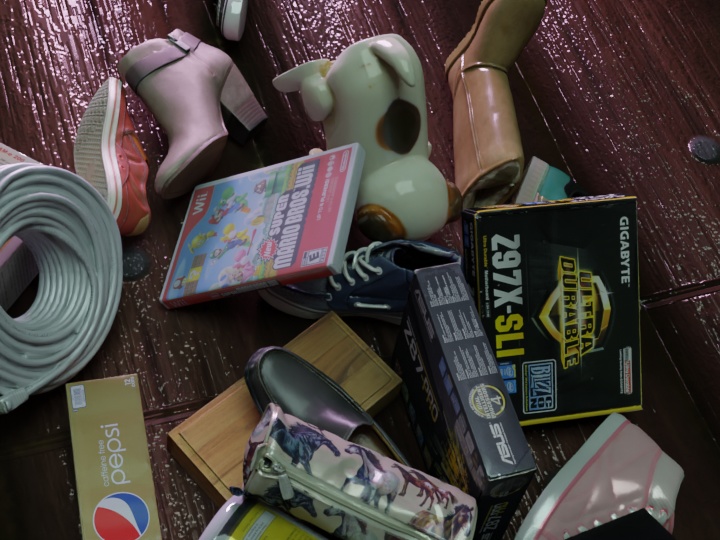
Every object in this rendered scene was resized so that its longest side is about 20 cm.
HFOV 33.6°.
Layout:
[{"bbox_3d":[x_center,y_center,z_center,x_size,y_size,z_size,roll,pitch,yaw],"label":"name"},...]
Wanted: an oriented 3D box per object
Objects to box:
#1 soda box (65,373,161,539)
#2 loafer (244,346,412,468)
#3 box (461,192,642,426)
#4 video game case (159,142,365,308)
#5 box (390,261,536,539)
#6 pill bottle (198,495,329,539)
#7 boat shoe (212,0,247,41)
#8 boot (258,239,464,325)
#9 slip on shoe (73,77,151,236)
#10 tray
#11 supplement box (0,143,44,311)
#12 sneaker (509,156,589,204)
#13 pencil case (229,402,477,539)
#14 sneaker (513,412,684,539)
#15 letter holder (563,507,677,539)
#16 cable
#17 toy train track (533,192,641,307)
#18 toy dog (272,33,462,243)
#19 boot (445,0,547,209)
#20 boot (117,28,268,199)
[{"bbox_3d":[-0.203,0.192,0.992,0.063,0.068,0.202,-6,57,-14],"label":"soda box"},{"bbox_3d":[-0.015,0.137,1.019,0.200,0.072,0.073,43,63,-5],"label":"loafer"},{"bbox_3d":[0.178,0.036,1.101,0.158,0.049,0.202,-5,99,-11],"label":"box"},{"bbox_3d":[-0.093,-0.041,1.126,0.198,0.017,0.144,-12,50,30],"label":"video game case"},{"bbox_3d":[0.084,0.121,1.031,0.049,0.162,0.202,-9,59,-15],"label":"box"},{"bbox_3d":[-0.039,0.269,0.939,0.199,0.112,0.112,29,56,11],"label":"pill bottle"},{"bbox_3d":[-0.158,-0.335,1.359,0.063,0.071,0.201,4,48,-8],"label":"boat shoe"},{"bbox_3d":[0.000,0.000,1.139,0.198,0.091,0.073,6,55,-2],"label":"boot"},{"bbox_3d":[-0.246,-0.113,1.200,0.061,0.074,0.201,21,41,-37],"label":"slip on shoe"},{"bbox_3d":[-0.066,0.130,1.077,0.199,0.037,0.099,-36,68,-29],"label":"tray"},{"bbox_3d":[-0.369,-0.023,1.106,0.125,0.074,0.201,27,56,9],"label":"supplement box"},{"bbox_3d":[0.178,-0.023,1.198,0.079,0.072,0.201,24,61,1],"label":"sneaker"},{"bbox_3d":[0.000,0.180,0.940,0.198,0.078,0.090,26,15,-4],"label":"pencil case"},{"bbox_3d":[0.212,0.217,1.038,0.104,0.076,0.200,36,54,21],"label":"sneaker"},{"bbox_3d":[0.176,0.308,0.968,0.198,0.144,0.101,-17,28,-16],"label":"letter holder"},{"bbox_3d":[-0.294,0.008,1.035,0.069,0.202,0.199,1,14,36],"label":"cable"},{"bbox_3d":[0.202,-0.003,1.157,0.199,0.032,0.116,32,67,-22],"label":"toy train track"},{"bbox_3d":[0.030,-0.123,1.183,0.139,0.193,0.202,-19,94,-36],"label":"toy dog"},{"bbox_3d":[0.150,-0.182,1.248,0.065,0.176,0.202,13,51,-19],"label":"boot"},{"bbox_3d":[-0.191,-0.168,1.225,0.146,0.070,0.200,41,41,4],"label":"boot"}]
